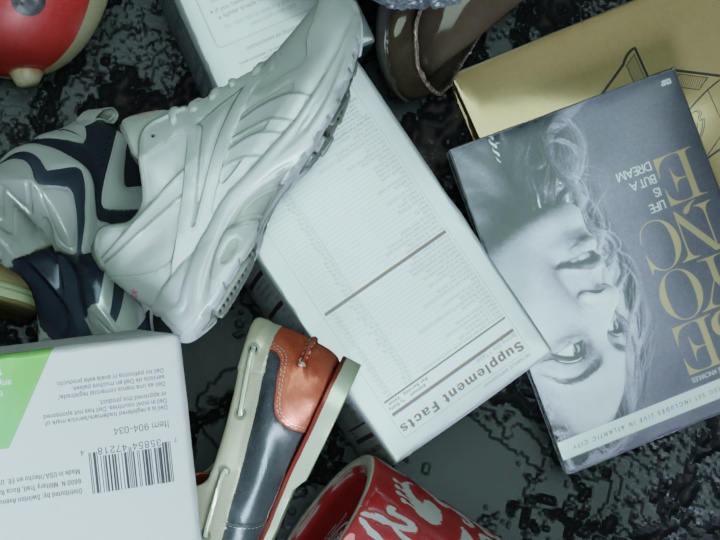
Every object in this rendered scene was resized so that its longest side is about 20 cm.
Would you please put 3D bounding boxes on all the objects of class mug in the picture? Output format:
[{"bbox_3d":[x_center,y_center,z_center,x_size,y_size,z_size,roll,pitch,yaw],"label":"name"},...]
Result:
[{"bbox_3d":[0.043,0.217,1.186,0.199,0.133,0.178,37,63,-11],"label":"mug"}]

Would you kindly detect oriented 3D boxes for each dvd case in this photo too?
[{"bbox_3d":[0.152,-0.001,1.289,0.148,0.016,0.202,-20,89,-10],"label":"dvd case"}]

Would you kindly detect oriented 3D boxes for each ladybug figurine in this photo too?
[{"bbox_3d":[-0.209,-0.203,1.242,0.135,0.072,0.202,-14,89,14],"label":"ladybug figurine"}]

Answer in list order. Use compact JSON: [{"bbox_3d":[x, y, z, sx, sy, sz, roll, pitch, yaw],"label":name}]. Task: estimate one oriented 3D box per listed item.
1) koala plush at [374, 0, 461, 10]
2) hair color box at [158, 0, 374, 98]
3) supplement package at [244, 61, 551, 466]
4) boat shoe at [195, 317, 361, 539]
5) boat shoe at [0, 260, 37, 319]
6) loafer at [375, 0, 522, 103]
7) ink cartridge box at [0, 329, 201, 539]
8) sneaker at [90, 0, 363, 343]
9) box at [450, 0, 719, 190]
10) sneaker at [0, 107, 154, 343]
[{"bbox_3d":[0.028,-0.263,1.239,0.176,0.201,0.185,-7,121,12],"label":"koala plush"},{"bbox_3d":[-0.080,-0.198,1.282,0.098,0.061,0.201,-24,87,-10],"label":"hair color box"},{"bbox_3d":[0.000,0.000,1.241,0.113,0.110,0.201,-33,87,-10],"label":"supplement package"},{"bbox_3d":[-0.067,0.120,1.180,0.062,0.071,0.201,26,111,-1],"label":"boat shoe"},{"bbox_3d":[-0.267,-0.029,1.226,0.199,0.074,0.067,21,73,-12],"label":"boat shoe"},{"bbox_3d":[0.076,-0.186,1.283,0.071,0.073,0.201,21,77,34],"label":"loafer"},{"bbox_3d":[-0.159,0.138,1.121,0.144,0.084,0.202,-6,92,-19],"label":"ink cartridge box"},{"bbox_3d":[-0.073,-0.069,1.149,0.099,0.078,0.201,31,81,3],"label":"sneaker"},{"bbox_3d":[0.174,-0.078,1.320,0.199,0.021,0.165,-23,86,-11],"label":"box"},{"bbox_3d":[-0.134,-0.001,1.240,0.130,0.079,0.200,-52,125,-46],"label":"sneaker"}]
